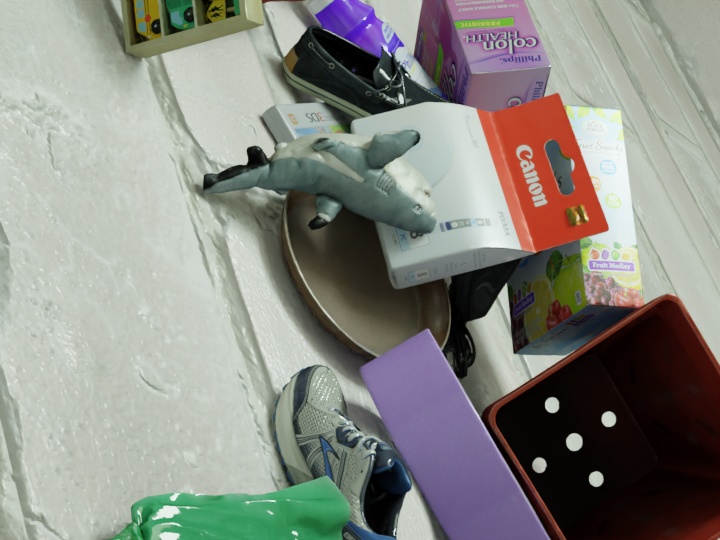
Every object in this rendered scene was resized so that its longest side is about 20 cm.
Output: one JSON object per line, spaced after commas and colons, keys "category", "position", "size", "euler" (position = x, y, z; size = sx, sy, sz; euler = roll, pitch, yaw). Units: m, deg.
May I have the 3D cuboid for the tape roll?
{"category": "tape roll", "position": [0.076, 0.148, 1.077], "size": [0.200, 0.066, 0.200], "euler": [60, 2, -4]}

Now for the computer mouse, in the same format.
{"category": "computer mouse", "position": [0.111, -0.007, 1.305], "size": [0.053, 0.200, 0.139], "euler": [18, 37, -11]}

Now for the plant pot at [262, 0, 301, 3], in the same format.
{"category": "plant pot", "position": [-0.114, -0.327, 1.271], "size": [0.201, 0.201, 0.195], "euler": [54, 33, -6]}

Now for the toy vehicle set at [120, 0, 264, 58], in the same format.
{"category": "toy vehicle set", "position": [-0.148, -0.287, 1.136], "size": [0.026, 0.124, 0.201], "euler": [5, 76, -61]}

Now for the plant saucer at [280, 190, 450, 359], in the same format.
{"category": "plant saucer", "position": [0.000, 0.000, 1.216], "size": [0.200, 0.032, 0.201], "euler": [32, 40, -31]}

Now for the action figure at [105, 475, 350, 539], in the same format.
{"category": "action figure", "position": [-0.083, 0.177, 0.843], "size": [0.200, 0.055, 0.118], "euler": [17, 46, -46]}

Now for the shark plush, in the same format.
{"category": "shark plush", "position": [-0.027, -0.073, 1.143], "size": [0.199, 0.091, 0.084], "euler": [1, 85, -33]}

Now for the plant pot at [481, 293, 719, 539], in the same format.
{"category": "plant pot", "position": [0.222, 0.158, 1.240], "size": [0.200, 0.200, 0.176], "euler": [59, -10, -2]}

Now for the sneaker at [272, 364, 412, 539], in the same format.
{"category": "sneaker", "position": [-0.002, 0.146, 0.994], "size": [0.077, 0.085, 0.200], "euler": [32, 33, -43]}

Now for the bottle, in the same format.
{"category": "bottle", "position": [0.020, -0.234, 1.533], "size": [0.200, 0.065, 0.084], "euler": [50, 23, -14]}

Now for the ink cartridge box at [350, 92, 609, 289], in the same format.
{"category": "ink cartridge box", "position": [0.105, -0.083, 1.230], "size": [0.047, 0.199, 0.161], "euler": [73, 2, -61]}

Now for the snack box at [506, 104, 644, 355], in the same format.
{"category": "snack box", "position": [0.198, -0.035, 1.330], "size": [0.067, 0.169, 0.201], "euler": [4, 70, -18]}

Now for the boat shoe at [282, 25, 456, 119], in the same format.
{"category": "boat shoe", "position": [0.020, -0.188, 1.385], "size": [0.199, 0.062, 0.075], "euler": [23, 34, -6]}

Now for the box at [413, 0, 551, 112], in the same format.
{"category": "box", "position": [0.137, -0.241, 1.614], "size": [0.176, 0.096, 0.200], "euler": [98, -19, -52]}

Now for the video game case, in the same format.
{"category": "video game case", "position": [0.000, -0.079, 1.356], "size": [0.200, 0.022, 0.182], "euler": [59, 24, 6]}
